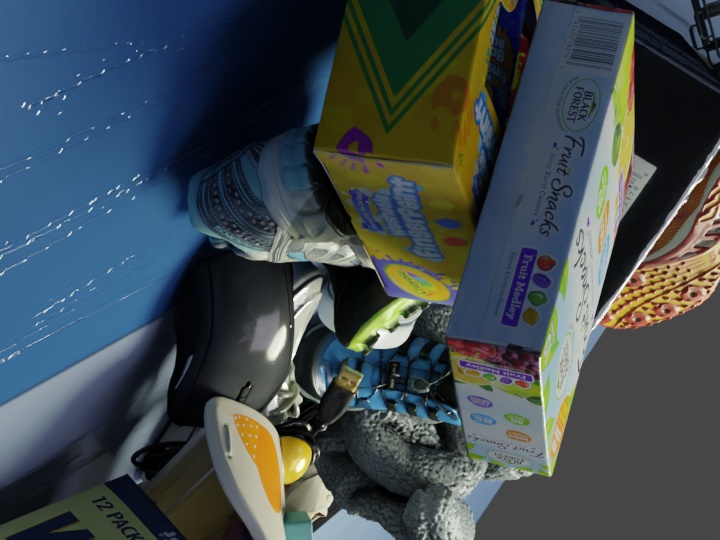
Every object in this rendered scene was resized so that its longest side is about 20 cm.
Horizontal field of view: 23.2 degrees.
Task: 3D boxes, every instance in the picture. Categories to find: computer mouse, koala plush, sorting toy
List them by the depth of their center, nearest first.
[{"bbox_3d":[-0.086,0.208,1.071,0.107,0.181,0.200,12,139,-35],"label":"sorting toy"},{"bbox_3d":[-0.054,0.068,1.078,0.140,0.046,0.200,-3,134,-27],"label":"computer mouse"},{"bbox_3d":[0.043,0.101,1.477,0.177,0.183,0.201,-42,142,-43],"label":"koala plush"}]

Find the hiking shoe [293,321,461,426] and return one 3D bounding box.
[{"bbox_3d":[0.041,0.076,1.334,0.199,0.087,0.075,8,88,-34],"label":"hiking shoe"}]

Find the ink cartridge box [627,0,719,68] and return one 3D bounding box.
[{"bbox_3d":[0.218,-0.136,1.407,0.084,0.145,0.200,-41,162,-43],"label":"ink cartridge box"}]

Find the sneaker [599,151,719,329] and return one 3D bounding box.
[{"bbox_3d":[0.219,-0.034,1.177,0.200,0.073,0.077,-48,-152,33],"label":"sneaker"}]

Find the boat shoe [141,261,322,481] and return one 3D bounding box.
[{"bbox_3d":[-0.073,0.085,1.171,0.200,0.066,0.072,-56,166,14],"label":"boat shoe"}]

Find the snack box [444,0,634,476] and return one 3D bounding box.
[{"bbox_3d":[0.097,-0.016,0.900,0.142,0.053,0.201,73,32,-59],"label":"snack box"}]

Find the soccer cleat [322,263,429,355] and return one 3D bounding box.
[{"bbox_3d":[0.000,0.000,1.104,0.067,0.081,0.200,-38,-176,5],"label":"soccer cleat"}]

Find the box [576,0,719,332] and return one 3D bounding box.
[{"bbox_3d":[0.137,-0.083,1.184,0.197,0.117,0.200,-57,-167,16],"label":"box"}]

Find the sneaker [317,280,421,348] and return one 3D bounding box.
[{"bbox_3d":[0.024,-0.002,1.296,0.071,0.073,0.200,-68,171,21],"label":"sneaker"}]

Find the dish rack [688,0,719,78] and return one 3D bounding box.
[{"bbox_3d":[0.245,-0.217,1.220,0.054,0.201,0.153,-16,-179,9],"label":"dish rack"}]

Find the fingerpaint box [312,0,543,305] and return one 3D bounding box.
[{"bbox_3d":[0.046,-0.091,0.912,0.200,0.073,0.167,63,37,-66],"label":"fingerpaint box"}]

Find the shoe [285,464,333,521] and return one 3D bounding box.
[{"bbox_3d":[-0.062,0.227,1.590,0.200,0.053,0.070,-50,166,-11],"label":"shoe"}]

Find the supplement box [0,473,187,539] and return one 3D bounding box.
[{"bbox_3d":[-0.193,0.252,0.985,0.199,0.134,0.200,-18,145,-50],"label":"supplement box"}]

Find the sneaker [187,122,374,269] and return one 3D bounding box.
[{"bbox_3d":[-0.038,-0.039,0.965,0.086,0.078,0.200,-10,171,13],"label":"sneaker"}]
